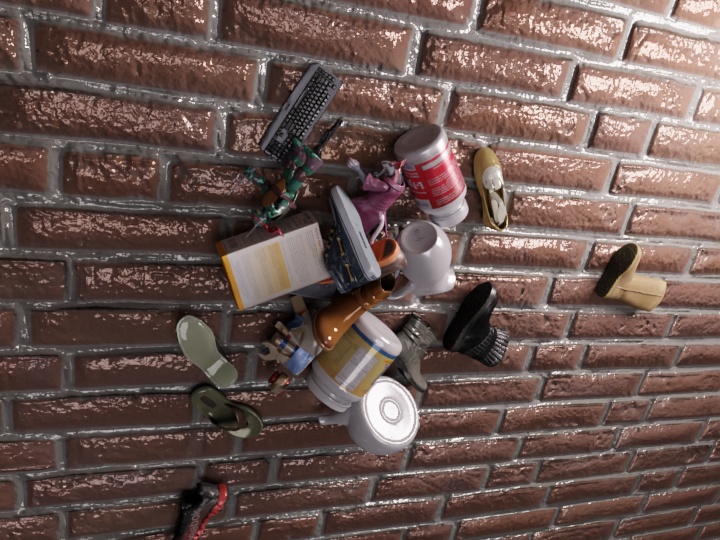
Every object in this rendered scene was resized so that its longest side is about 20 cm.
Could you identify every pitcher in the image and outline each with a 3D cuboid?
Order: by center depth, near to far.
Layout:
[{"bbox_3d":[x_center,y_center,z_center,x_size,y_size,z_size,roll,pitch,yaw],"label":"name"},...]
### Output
[{"bbox_3d":[0.118,-0.010,1.475,0.170,0.122,0.200,-25,149,-1],"label":"pitcher"}]

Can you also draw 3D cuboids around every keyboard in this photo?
[{"bbox_3d":[-0.096,-0.284,1.307,0.126,0.021,0.201,29,103,-32],"label":"keyboard"}]

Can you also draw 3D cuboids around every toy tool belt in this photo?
[{"bbox_3d":[-0.158,0.159,1.475,0.123,0.125,0.200,42,93,-3],"label":"toy tool belt"}]

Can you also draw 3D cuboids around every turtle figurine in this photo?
[{"bbox_3d":[-0.160,-0.150,1.270,0.200,0.150,0.101,-50,145,1],"label":"turtle figurine"}]

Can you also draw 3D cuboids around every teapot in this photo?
[{"bbox_3d":[0.036,0.359,1.633,0.200,0.197,0.146,50,136,0],"label":"teapot"}]

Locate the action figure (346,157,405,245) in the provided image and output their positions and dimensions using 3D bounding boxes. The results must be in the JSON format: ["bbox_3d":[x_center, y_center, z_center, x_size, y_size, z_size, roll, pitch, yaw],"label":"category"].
[{"bbox_3d":[0.035,-0.141,1.358,0.133,0.150,0.200,-6,148,-39],"label":"action figure"}]

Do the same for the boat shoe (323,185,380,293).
[{"bbox_3d":[-0.039,-0.060,1.315,0.090,0.202,0.071,-26,167,18],"label":"boat shoe"}]

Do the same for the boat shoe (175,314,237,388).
[{"bbox_3d":[-0.331,0.165,1.420,0.071,0.060,0.202,-37,125,-15],"label":"boat shoe"}]

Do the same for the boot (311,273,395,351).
[{"bbox_3d":[-0.008,0.080,1.407,0.154,0.200,0.077,-28,100,29],"label":"boot"}]

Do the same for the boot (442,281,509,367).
[{"bbox_3d":[0.314,0.134,1.668,0.157,0.080,0.212,20,118,-23],"label":"boot"}]

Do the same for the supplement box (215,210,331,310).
[{"bbox_3d":[-0.169,-0.021,1.331,0.198,0.074,0.127,-20,120,-13],"label":"supplement box"}]

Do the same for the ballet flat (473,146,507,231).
[{"bbox_3d":[0.299,-0.177,1.508,0.068,0.063,0.201,-24,123,-10],"label":"ballet flat"}]

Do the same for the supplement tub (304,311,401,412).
[{"bbox_3d":[-0.019,0.202,1.523,0.144,0.145,0.200,34,100,-33],"label":"supplement tub"}]

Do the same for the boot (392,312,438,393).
[{"bbox_3d":[0.144,0.203,1.646,0.130,0.068,0.200,-42,126,-5],"label":"boot"}]

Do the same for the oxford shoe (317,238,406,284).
[{"bbox_3d":[0.000,0.000,1.380,0.198,0.072,0.073,-15,141,26],"label":"oxford shoe"}]

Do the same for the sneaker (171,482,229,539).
[{"bbox_3d":[-0.401,0.580,1.605,0.098,0.071,0.201,32,99,-33],"label":"sneaker"}]

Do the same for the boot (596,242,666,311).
[{"bbox_3d":[0.742,0.019,1.807,0.198,0.066,0.176,12,123,-27],"label":"boot"}]

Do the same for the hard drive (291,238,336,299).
[{"bbox_3d":[-0.129,-0.018,1.421,0.198,0.042,0.136,14,110,-28],"label":"hard drive"}]

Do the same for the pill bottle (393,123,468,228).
[{"bbox_3d":[0.154,-0.192,1.407,0.112,0.112,0.201,-32,124,-4],"label":"pill bottle"}]

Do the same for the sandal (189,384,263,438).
[{"bbox_3d":[-0.302,0.329,1.522,0.080,0.057,0.201,-46,124,5],"label":"sandal"}]
